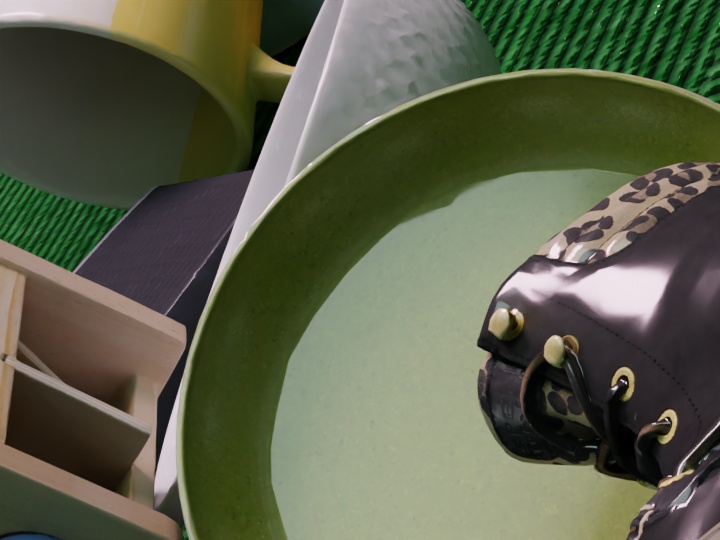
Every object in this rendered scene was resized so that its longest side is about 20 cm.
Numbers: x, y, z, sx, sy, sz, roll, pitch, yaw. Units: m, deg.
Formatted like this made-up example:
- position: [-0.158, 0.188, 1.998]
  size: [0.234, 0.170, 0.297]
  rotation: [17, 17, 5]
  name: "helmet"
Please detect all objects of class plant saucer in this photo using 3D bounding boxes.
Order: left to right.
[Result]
- position: [0.048, 0.040, 0.671]
  size: [0.199, 0.031, 0.201]
  rotation: [-7, 66, 15]
  name: "plant saucer"

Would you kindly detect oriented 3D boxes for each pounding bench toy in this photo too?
- position: [-0.168, 0.061, 0.739]
  size: [0.124, 0.200, 0.156]
  rotation: [-59, 16, 21]
  name: "pounding bench toy"

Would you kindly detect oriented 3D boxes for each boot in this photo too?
- position: [0.077, 0.047, 0.559]
  size: [0.200, 0.073, 0.150]
  rotation: [-47, 27, -15]
  name: "boot"

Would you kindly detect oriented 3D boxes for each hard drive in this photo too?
- position: [-0.098, 0.038, 1.001]
  size: [0.135, 0.042, 0.200]
  rotation: [-6, 43, 54]
  name: "hard drive"

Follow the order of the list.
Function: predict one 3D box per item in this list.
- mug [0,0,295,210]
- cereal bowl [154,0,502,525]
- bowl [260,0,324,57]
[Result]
- position: [-0.093, -0.124, 1.131]
  size: [0.149, 0.186, 0.154]
  rotation: [-44, 29, 55]
  name: "mug"
- position: [0.000, 0.000, 0.818]
  size: [0.200, 0.083, 0.201]
  rotation: [-159, 90, -83]
  name: "cereal bowl"
- position: [-0.049, -0.205, 1.263]
  size: [0.201, 0.105, 0.201]
  rotation: [-35, 23, 18]
  name: "bowl"
